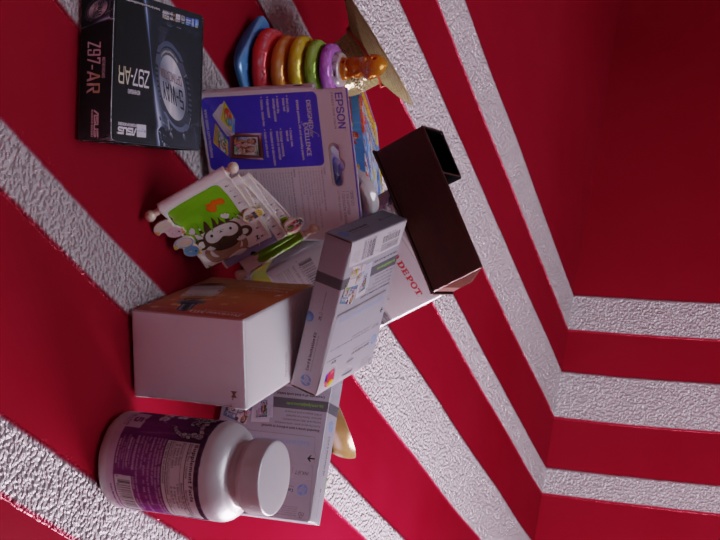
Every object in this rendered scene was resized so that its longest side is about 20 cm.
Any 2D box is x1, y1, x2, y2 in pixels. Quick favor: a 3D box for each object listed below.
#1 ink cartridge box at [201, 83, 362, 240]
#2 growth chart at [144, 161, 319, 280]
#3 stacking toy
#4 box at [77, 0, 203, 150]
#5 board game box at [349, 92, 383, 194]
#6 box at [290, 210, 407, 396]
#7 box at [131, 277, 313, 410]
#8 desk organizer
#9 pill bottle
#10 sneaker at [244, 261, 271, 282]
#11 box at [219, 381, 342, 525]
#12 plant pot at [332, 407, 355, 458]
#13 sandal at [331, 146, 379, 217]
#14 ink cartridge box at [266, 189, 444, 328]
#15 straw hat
[{"bbox_3d":[-0.095,-0.133,1.625,0.043,0.198,0.200,-55,142,-64],"label":"ink cartridge box"},{"bbox_3d":[-0.156,-0.055,1.563,0.200,0.144,0.018,39,20,-50],"label":"growth chart"},{"bbox_3d":[-0.057,-0.266,1.705,0.110,0.198,0.117,71,29,-44],"label":"stacking toy"},{"bbox_3d":[-0.243,-0.219,1.451,0.200,0.043,0.162,-3,96,-69],"label":"box"},{"bbox_3d":[-0.008,-0.165,1.909,0.200,0.055,0.198,66,18,-67],"label":"board game box"},{"bbox_3d":[-0.013,0.037,1.590,0.156,0.041,0.202,-25,132,-60],"label":"box"},{"bbox_3d":[-0.160,0.082,1.561,0.200,0.151,0.108,-27,119,-66],"label":"box"},{"bbox_3d":[0.097,-0.076,1.643,0.072,0.077,0.202,2,64,-64],"label":"desk organizer"},{"bbox_3d":[-0.184,0.221,1.454,0.112,0.198,0.114,4,90,-69],"label":"pill bottle"},{"bbox_3d":[-0.108,0.058,1.773,0.078,0.089,0.202,-6,95,-66],"label":"sneaker"},{"bbox_3d":[-0.112,0.218,1.681,0.041,0.154,0.202,40,56,-62],"label":"box"},{"bbox_3d":[-0.064,0.183,1.847,0.201,0.027,0.200,60,-12,22],"label":"plant pot"},{"bbox_3d":[-0.032,-0.143,1.668,0.049,0.203,0.083,-25,150,-26],"label":"sandal"},{"bbox_3d":[0.000,0.000,1.713,0.146,0.199,0.085,57,24,-14],"label":"ink cartridge box"},{"bbox_3d":[-0.008,-0.284,1.782,0.202,0.085,0.201,57,4,-6],"label":"straw hat"}]
